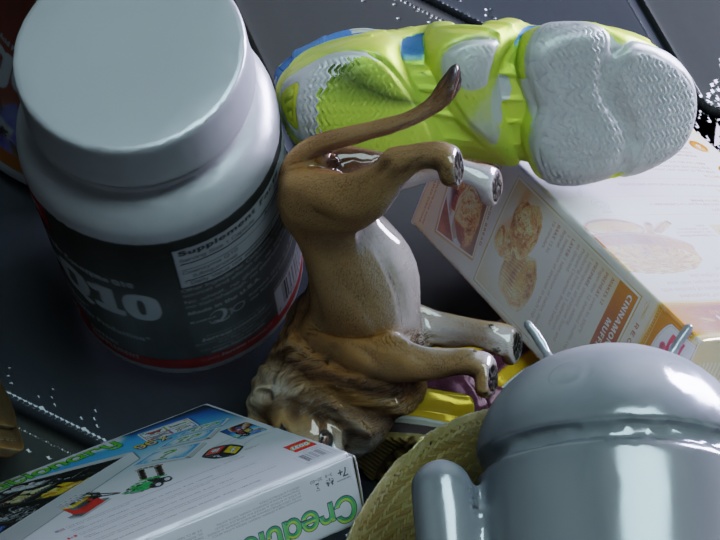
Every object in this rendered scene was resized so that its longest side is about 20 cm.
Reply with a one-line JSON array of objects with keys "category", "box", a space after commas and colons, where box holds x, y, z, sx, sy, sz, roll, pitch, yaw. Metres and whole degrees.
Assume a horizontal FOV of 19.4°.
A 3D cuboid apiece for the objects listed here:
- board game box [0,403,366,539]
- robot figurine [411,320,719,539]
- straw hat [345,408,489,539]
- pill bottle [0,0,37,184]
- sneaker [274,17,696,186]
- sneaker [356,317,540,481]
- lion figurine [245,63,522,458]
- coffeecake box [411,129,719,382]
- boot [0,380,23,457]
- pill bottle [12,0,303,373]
[{"category": "board game box", "box": [-0.114, 0.112, 0.887, 0.200, 0.126, 0.035, -20, 107, -29]}, {"category": "robot figurine", "box": [0.103, 0.115, 0.851, 0.169, 0.113, 0.200, 6, 69, -15]}, {"category": "straw hat", "box": [0.055, 0.165, 0.926, 0.201, 0.085, 0.201, 10, 67, -26]}, {"category": "pill bottle", "box": [-0.122, -0.133, 0.995, 0.112, 0.200, 0.112, 10, 54, -14]}, {"category": "sneaker", "box": [0.051, -0.087, 0.976, 0.200, 0.076, 0.105, 3, 14, -21]}, {"category": "sneaker", "box": [0.096, 0.066, 1.019, 0.200, 0.075, 0.090, 12, 60, -13]}, {"category": "lion figurine", "box": [0.000, 0.000, 0.919, 0.122, 0.200, 0.072, 5, 29, 21]}, {"category": "coffeecake box", "box": [0.146, 0.003, 1.019, 0.153, 0.073, 0.200, 0, 34, -36]}, {"category": "boot", "box": [-0.228, 0.088, 0.885, 0.155, 0.200, 0.077, -25, 107, 6]}, {"category": "pill bottle", "box": [-0.089, -0.044, 0.933, 0.114, 0.200, 0.114, -2, 63, 3]}]
